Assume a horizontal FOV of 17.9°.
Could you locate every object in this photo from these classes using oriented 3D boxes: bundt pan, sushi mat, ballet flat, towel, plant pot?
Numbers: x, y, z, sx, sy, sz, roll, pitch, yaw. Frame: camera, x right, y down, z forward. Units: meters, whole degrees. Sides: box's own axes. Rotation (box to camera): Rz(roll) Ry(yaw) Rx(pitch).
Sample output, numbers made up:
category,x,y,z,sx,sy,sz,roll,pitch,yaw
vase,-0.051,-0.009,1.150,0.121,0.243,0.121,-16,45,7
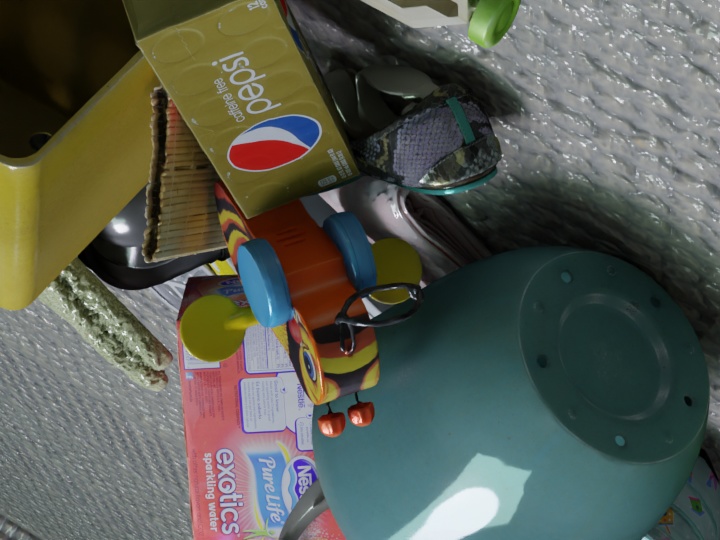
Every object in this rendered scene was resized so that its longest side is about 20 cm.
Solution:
category,x,y,z,sx,sy,sz,roll,pitch,yaw
bundt pan,-0.167,-0.071,1.428,0.202,0.076,0.202,50,163,21
sushi mat,-0.087,-0.056,1.265,0.012,0.096,0.200,5,-176,10
ballet flat,0.006,-0.079,1.250,0.072,0.072,0.200,43,160,-25
towel,0.025,0.002,1.458,0.191,0.032,0.200,45,159,-29
plant pot,0.098,0.079,1.274,0.200,0.201,0.161,37,140,-10
towel,-0.202,-0.009,1.411,0.148,0.036,0.200,36,169,49
plant pot,-0.199,-0.100,1.235,0.200,0.200,0.177,29,143,16

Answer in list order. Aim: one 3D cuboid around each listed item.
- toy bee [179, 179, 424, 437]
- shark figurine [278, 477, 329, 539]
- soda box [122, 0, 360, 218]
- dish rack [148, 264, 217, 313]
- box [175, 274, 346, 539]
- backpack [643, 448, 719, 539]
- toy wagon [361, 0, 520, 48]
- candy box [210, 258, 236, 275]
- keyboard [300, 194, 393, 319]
category,x,y,z,sx,sy,sz,roll,pitch,yaw
toy bee,-0.030,0.029,1.208,0.131,0.200,0.109,-7,118,1
shark figurine,0.023,0.135,1.363,0.090,0.214,0.128,-81,-25,-73
soda box,-0.061,-0.102,1.130,0.200,0.068,0.064,61,-172,-63
dish rack,-0.143,-0.029,1.641,0.200,0.044,0.172,45,164,-30
box,-0.057,0.107,1.454,0.102,0.201,0.095,-4,-163,2
backpack,0.132,0.171,1.472,0.200,0.127,0.167,5,129,20
toy wagon,0.001,-0.178,1.023,0.155,0.040,0.200,29,161,15
candy box,-0.085,-0.018,1.516,0.200,0.026,0.102,55,163,-26
keyboard,0.000,0.000,1.369,0.011,0.056,0.200,-33,120,25
